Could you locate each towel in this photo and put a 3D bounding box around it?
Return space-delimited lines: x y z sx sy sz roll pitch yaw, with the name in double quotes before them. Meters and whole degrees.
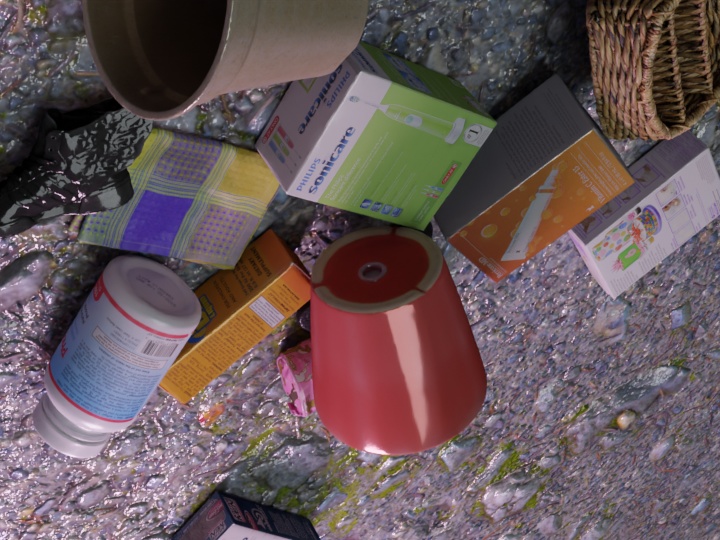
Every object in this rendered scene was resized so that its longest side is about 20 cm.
"towel" -0.176 -0.070 1.223 0.199 0.023 0.144 13 120 -43

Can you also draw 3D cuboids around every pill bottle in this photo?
"pill bottle" -0.255 0.092 1.254 0.108 0.109 0.201 15 119 -44

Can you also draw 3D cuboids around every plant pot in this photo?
"plant pot" -0.100 -0.228 1.014 0.182 0.200 0.202 -8 134 -46
"plant pot" 0.029 0.065 1.308 0.199 0.201 0.179 -24 130 -14

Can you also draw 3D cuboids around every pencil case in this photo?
"pencil case" -0.004 0.102 1.471 0.198 0.087 0.083 -22 172 -17

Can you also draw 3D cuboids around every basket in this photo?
"basket" 0.325 -0.232 1.294 0.147 0.144 0.201 3 145 20

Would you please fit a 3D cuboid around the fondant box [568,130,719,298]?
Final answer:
"fondant box" 0.373 -0.074 1.593 0.199 0.058 0.144 -39 141 2

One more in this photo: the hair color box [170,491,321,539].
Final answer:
"hair color box" -0.147 0.366 1.637 0.100 0.061 0.199 -46 140 11

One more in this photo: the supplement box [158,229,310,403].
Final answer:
"supplement box" -0.145 0.050 1.328 0.200 0.067 0.069 -41 140 4

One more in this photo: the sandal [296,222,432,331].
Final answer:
"sandal" 0.000 0.000 1.411 0.199 0.045 0.075 -39 149 -20

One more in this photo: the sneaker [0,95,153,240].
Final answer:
"sneaker" -0.276 -0.099 1.096 0.197 0.060 0.105 -15 123 -14

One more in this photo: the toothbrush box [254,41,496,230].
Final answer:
"toothbrush box" 0.017 -0.138 1.247 0.199 0.086 0.146 11 122 -43

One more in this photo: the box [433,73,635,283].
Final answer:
"box" 0.185 -0.100 1.375 0.199 0.098 0.124 -37 140 15
